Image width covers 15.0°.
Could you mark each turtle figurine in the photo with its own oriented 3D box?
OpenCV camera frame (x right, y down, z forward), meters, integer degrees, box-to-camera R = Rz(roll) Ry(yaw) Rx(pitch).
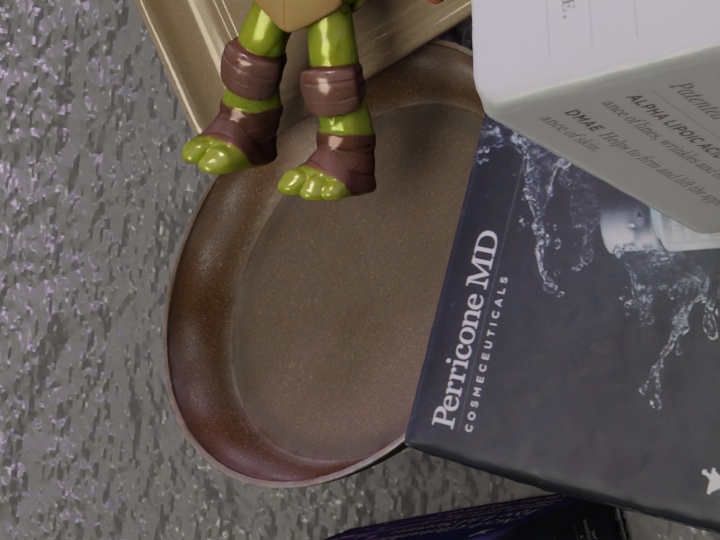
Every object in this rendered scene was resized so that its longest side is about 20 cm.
[{"bbox_3d":[-0.032,-0.118,1.101,0.199,0.064,0.163,13,110,16],"label":"turtle figurine"}]

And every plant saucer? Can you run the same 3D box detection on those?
[{"bbox_3d":[0.000,0.000,1.131,0.199,0.032,0.201,-22,52,32],"label":"plant saucer"}]

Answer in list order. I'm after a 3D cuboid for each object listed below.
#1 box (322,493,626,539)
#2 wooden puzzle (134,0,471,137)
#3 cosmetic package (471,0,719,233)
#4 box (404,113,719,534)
[{"bbox_3d":[0.006,0.166,1.100,0.147,0.199,0.105,-13,91,36],"label":"box"},{"bbox_3d":[-0.018,-0.172,1.155,0.199,0.037,0.186,-28,81,26],"label":"wooden puzzle"},{"bbox_3d":[0.154,-0.123,0.844,0.199,0.165,0.166,-13,71,29],"label":"cosmetic package"},{"bbox_3d":[0.145,-0.002,0.992,0.199,0.117,0.198,12,86,34],"label":"box"}]
